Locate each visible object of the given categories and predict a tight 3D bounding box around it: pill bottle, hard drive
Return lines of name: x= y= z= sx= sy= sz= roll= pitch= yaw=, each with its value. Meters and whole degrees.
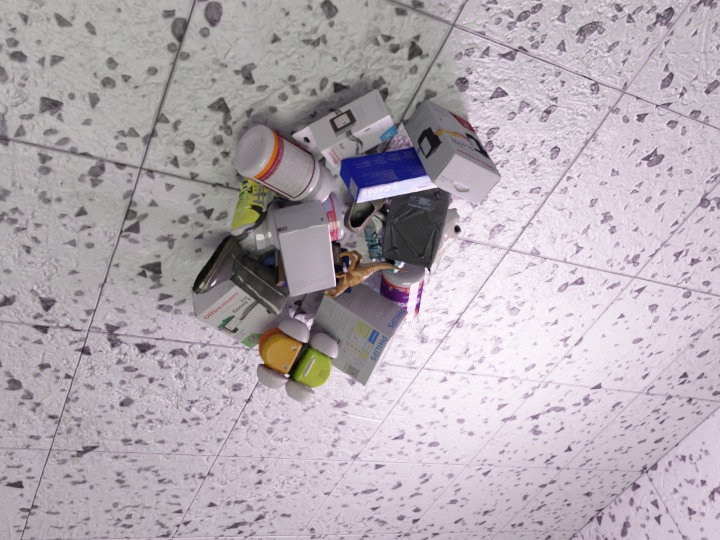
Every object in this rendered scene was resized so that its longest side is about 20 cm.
pill bottle: x=0.106 y=0.059 z=1.922 sx=0.111 sy=0.113 sz=0.201 roll=-9 pitch=136 yaw=-12
pill bottle: x=-0.143 y=-0.107 z=1.666 sx=0.197 sy=0.109 sz=0.110 roll=-12 pitch=137 yaw=-8
pill bottle: x=-0.154 y=-0.210 z=1.529 sx=0.109 sy=0.110 sz=0.199 roll=-41 pitch=141 yaw=22
hard drive: x=0.128 y=-0.114 z=1.691 sx=0.133 sy=0.042 sz=0.202 roll=13 pitch=111 yaw=3

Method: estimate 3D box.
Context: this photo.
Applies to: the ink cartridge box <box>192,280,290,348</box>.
ink cartridge box: x=-0.294 y=0.089 z=1.824 sx=0.146 sy=0.085 sz=0.200 roll=-37 pitch=135 yaw=18

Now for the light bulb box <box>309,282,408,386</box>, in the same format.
light bulb box: x=-0.014 y=0.150 z=1.890 sx=0.199 sy=0.125 sz=0.199 roll=32 pitch=129 yaw=9

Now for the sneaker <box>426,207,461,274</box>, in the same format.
sneaker: x=0.201 y=-0.070 z=1.798 sx=0.091 sy=0.076 sz=0.201 roll=-14 pitch=142 yaw=-14

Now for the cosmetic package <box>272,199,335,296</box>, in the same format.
cosmetic package: x=-0.119 y=-0.046 z=1.599 sx=0.111 sy=0.082 sz=0.201 roll=-12 pitch=137 yaw=-9

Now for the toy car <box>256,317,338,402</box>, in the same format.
toy car: x=-0.165 y=0.214 z=1.843 sx=0.199 sy=0.150 sz=0.176 roll=29 pitch=90 yaw=-23

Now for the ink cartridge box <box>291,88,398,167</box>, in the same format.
ink cartridge box: x=-0.030 y=-0.282 z=1.531 sx=0.198 sy=0.067 sz=0.116 roll=-27 pitch=167 yaw=7

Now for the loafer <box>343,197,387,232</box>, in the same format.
loafer: x=0.030 y=-0.168 z=1.660 sx=0.075 sy=0.070 sz=0.201 roll=28 pitch=102 yaw=-7

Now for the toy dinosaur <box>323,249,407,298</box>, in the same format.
toy dinosaur: x=0.000 y=0.000 z=1.746 sx=0.198 sy=0.107 sz=0.060 roll=-26 pitch=173 yaw=-1

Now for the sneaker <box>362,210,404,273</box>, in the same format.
sneaker: x=0.048 y=-0.071 z=1.758 sx=0.200 sy=0.077 sz=0.087 roll=45 pitch=69 yaw=-30

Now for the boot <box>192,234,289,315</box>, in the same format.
boot: x=-0.265 y=0.037 z=1.695 sx=0.200 sy=0.183 sz=0.072 roll=46 pitch=146 yaw=-22

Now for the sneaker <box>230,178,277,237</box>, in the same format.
sneaker: x=-0.233 y=-0.146 z=1.547 sx=0.075 sy=0.201 sz=0.077 roll=-16 pitch=125 yaw=27

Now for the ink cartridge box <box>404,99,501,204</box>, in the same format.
ink cartridge box: x=0.196 y=-0.253 z=1.579 sx=0.145 sy=0.201 sz=0.083 roll=19 pitch=126 yaw=-34

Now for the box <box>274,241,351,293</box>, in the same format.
box: x=-0.108 y=-0.015 z=1.764 sx=0.198 sy=0.123 sz=0.032 roll=7 pitch=155 yaw=-28

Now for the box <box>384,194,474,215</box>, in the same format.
box: x=0.160 y=-0.169 z=1.762 sx=0.198 sy=0.049 sz=0.162 roll=-24 pitch=136 yaw=5

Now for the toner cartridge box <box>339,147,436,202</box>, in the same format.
toner cartridge box: x=0.063 y=-0.207 z=1.580 sx=0.198 sy=0.096 sz=0.043 roll=-13 pitch=143 yaw=-22

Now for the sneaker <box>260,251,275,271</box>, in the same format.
sneaker: x=-0.149 y=0.004 z=1.795 sx=0.198 sy=0.083 sz=0.074 roll=4 pitch=135 yaw=-22
